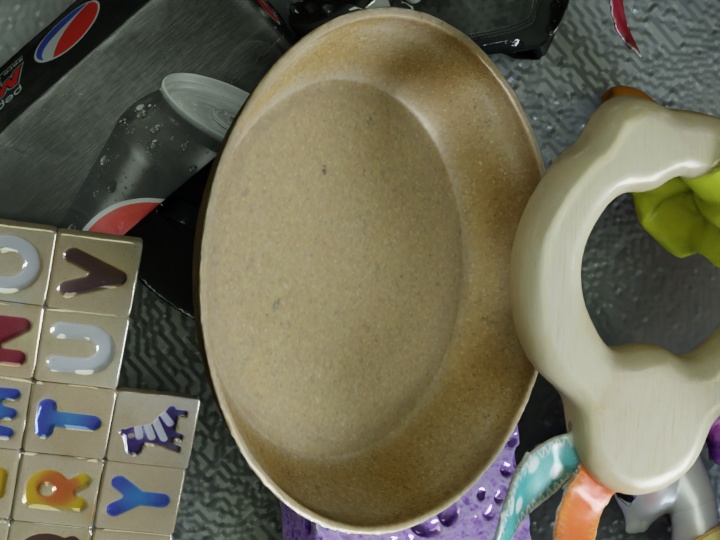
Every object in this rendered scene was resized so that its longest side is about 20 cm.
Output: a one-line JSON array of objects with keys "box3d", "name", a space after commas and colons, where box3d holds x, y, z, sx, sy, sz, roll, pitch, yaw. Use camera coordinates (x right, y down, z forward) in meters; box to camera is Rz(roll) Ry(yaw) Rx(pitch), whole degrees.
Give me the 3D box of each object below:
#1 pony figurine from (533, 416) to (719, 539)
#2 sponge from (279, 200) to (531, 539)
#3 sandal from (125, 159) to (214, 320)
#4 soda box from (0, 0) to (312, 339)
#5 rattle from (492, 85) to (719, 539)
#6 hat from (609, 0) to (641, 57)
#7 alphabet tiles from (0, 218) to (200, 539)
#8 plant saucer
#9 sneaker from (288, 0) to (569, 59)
[{"box3d": [0.187, 0.122, 0.974, 0.193, 0.167, 0.201, -19, 83, 12], "name": "pony figurine"}, {"box3d": [0.013, 0.043, 0.965, 0.111, 0.030, 0.201, -8, 93, -35], "name": "sponge"}, {"box3d": [-0.030, 0.015, 0.977, 0.075, 0.045, 0.200, -43, 98, -9], "name": "sandal"}, {"box3d": [-0.118, -0.046, 0.919, 0.200, 0.063, 0.071, -40, 116, 6], "name": "soda box"}, {"box3d": [0.092, 0.026, 0.954, 0.130, 0.143, 0.201, 10, 99, -35], "name": "rattle"}, {"box3d": [0.109, -0.233, 0.918, 0.200, 0.176, 0.166, -39, 56, 21], "name": "hat"}, {"box3d": [-0.150, 0.069, 0.924, 0.167, 0.008, 0.200, 7, 118, -12], "name": "alphabet tiles"}, {"box3d": [0.000, 0.000, 0.901, 0.200, 0.035, 0.201, -4, 96, -47], "name": "plant saucer"}, {"box3d": [0.062, -0.138, 0.989, 0.200, 0.066, 0.091, -47, 116, -17], "name": "sneaker"}]
